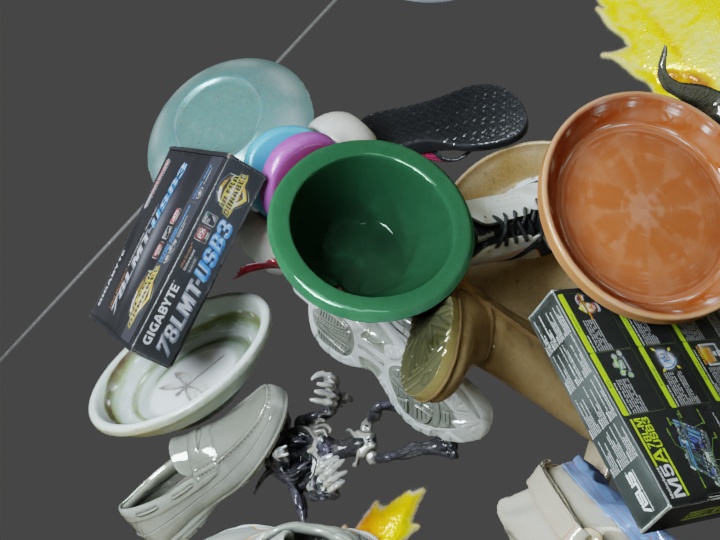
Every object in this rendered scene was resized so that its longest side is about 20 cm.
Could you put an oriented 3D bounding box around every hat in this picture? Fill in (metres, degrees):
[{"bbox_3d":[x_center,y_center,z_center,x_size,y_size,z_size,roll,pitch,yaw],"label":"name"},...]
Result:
[{"bbox_3d":[0.000,0.000,1.029,0.164,0.177,0.201,-26,62,-16],"label":"hat"}]

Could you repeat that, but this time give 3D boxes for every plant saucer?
[{"bbox_3d":[0.241,-0.052,0.990,0.197,0.032,0.203,4,70,-11],"label":"plant saucer"},{"bbox_3d":[-0.164,0.101,1.143,0.198,0.051,0.201,-23,27,13],"label":"plant saucer"},{"bbox_3d":[0.167,-0.027,1.128,0.197,0.035,0.203,-8,63,16],"label":"plant saucer"},{"bbox_3d":[-0.149,-0.156,1.296,0.198,0.039,0.204,-7,64,15],"label":"plant saucer"}]

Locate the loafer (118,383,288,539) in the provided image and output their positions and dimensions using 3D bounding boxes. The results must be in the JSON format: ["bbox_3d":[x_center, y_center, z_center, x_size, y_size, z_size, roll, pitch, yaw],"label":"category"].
[{"bbox_3d":[-0.142,0.174,1.079,0.200,0.070,0.070,-48,23,15],"label":"loafer"}]

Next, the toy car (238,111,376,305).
[{"bbox_3d":[-0.036,-0.068,1.141,0.199,0.150,0.176,37,87,33],"label":"toy car"}]

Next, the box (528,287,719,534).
[{"bbox_3d":[0.257,0.102,0.963,0.191,0.048,0.202,-5,55,-32],"label":"box"}]

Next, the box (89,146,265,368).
[{"bbox_3d":[-0.184,-0.020,1.155,0.202,0.049,0.198,-64,26,-4],"label":"box"}]

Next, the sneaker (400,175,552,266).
[{"bbox_3d":[0.127,-0.035,1.053,0.197,0.080,0.075,-14,100,-6],"label":"sneaker"}]

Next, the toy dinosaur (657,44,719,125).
[{"bbox_3d":[0.317,-0.116,1.069,0.101,0.202,0.077,2,27,40],"label":"toy dinosaur"}]

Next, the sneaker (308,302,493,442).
[{"bbox_3d":[0.051,0.064,1.034,0.099,0.078,0.200,-30,58,-35],"label":"sneaker"}]

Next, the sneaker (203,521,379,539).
[{"bbox_3d":[-0.080,0.250,1.045,0.197,0.092,0.077,-9,63,15],"label":"sneaker"}]

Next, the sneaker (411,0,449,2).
[{"bbox_3d":[0.117,-0.347,1.288,0.197,0.073,0.071,-13,52,2],"label":"sneaker"}]

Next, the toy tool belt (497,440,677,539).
[{"bbox_3d":[0.209,0.221,0.940,0.123,0.125,0.200,-39,40,-9],"label":"toy tool belt"}]

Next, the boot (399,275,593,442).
[{"bbox_3d":[0.133,0.086,0.969,0.066,0.199,0.176,-48,16,32],"label":"boot"}]

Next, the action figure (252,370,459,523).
[{"bbox_3d":[-0.017,0.151,1.069,0.197,0.102,0.120,-17,62,7],"label":"action figure"}]

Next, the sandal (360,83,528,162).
[{"bbox_3d":[0.085,-0.142,1.214,0.198,0.045,0.076,-4,57,33],"label":"sandal"}]
